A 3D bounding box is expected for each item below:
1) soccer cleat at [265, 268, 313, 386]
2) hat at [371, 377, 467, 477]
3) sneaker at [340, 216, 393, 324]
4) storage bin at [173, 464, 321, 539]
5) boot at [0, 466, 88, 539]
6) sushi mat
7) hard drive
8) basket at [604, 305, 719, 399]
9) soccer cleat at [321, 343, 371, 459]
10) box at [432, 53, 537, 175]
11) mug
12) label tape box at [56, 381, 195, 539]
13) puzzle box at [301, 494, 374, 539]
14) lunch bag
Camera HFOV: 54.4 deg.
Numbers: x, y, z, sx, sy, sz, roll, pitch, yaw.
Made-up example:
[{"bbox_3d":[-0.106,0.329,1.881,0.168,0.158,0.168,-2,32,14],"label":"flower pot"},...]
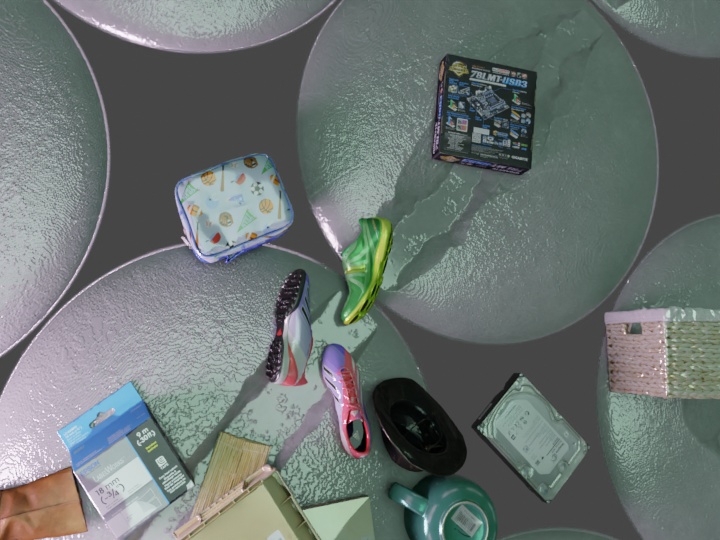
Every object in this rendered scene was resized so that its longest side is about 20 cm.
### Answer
[{"bbox_3d":[-0.112,0.101,1.230,0.072,0.068,0.205,18,74,-34],"label":"soccer cleat"},{"bbox_3d":[0.087,0.290,1.231,0.197,0.081,0.203,25,33,-18],"label":"hat"},{"bbox_3d":[0.000,0.000,1.270,0.082,0.074,0.204,16,81,15],"label":"sneaker"},{"bbox_3d":[-0.168,0.454,1.127,0.197,0.094,0.202,-33,89,-13],"label":"storage bin"},{"bbox_3d":[-0.529,0.425,1.092,0.196,0.068,0.193,-9,77,-22],"label":"boot"},{"bbox_3d":[-0.226,0.383,1.183,0.094,0.012,0.204,20,79,-12],"label":"sushi mat"},{"bbox_3d":[0.321,0.313,1.314,0.140,0.038,0.200,-44,95,-15],"label":"hard drive"},{"bbox_3d":[0.593,0.154,1.319,0.195,0.198,0.165,3,84,-13],"label":"basket"},{"bbox_3d":[-0.020,0.226,1.221,0.065,0.076,0.205,-11,86,-14],"label":"soccer cleat"},{"bbox_3d":[0.244,-0.304,1.371,0.195,0.050,0.204,7,80,-12],"label":"box"},{"bbox_3d":[0.147,0.438,1.214,0.180,0.114,0.156,-5,84,-14],"label":"mug"},{"bbox_3d":[-0.380,0.305,1.130,0.143,0.063,0.202,-34,92,-16],"label":"label tape box"},{"bbox_3d":[-0.036,0.503,1.207,0.130,0.025,0.205,-6,84,-15],"label":"puzzle box"},{"bbox_3d":[-0.221,-0.104,1.219,0.196,0.075,0.163,-22,90,-16],"label":"lunch bag"}]
